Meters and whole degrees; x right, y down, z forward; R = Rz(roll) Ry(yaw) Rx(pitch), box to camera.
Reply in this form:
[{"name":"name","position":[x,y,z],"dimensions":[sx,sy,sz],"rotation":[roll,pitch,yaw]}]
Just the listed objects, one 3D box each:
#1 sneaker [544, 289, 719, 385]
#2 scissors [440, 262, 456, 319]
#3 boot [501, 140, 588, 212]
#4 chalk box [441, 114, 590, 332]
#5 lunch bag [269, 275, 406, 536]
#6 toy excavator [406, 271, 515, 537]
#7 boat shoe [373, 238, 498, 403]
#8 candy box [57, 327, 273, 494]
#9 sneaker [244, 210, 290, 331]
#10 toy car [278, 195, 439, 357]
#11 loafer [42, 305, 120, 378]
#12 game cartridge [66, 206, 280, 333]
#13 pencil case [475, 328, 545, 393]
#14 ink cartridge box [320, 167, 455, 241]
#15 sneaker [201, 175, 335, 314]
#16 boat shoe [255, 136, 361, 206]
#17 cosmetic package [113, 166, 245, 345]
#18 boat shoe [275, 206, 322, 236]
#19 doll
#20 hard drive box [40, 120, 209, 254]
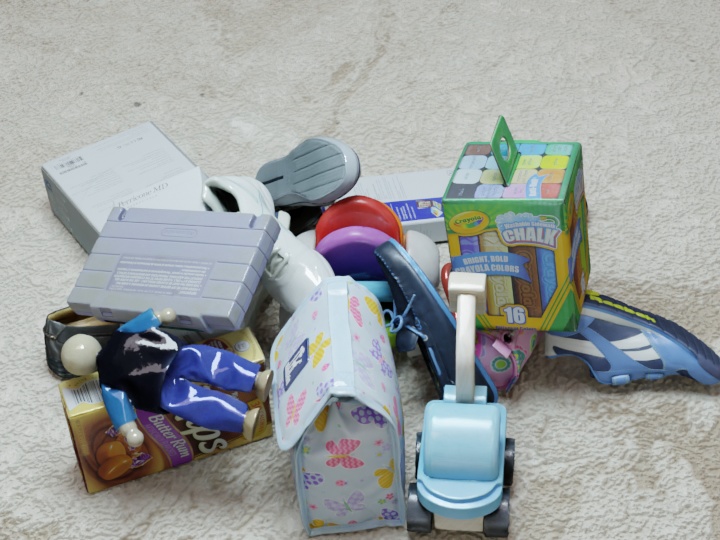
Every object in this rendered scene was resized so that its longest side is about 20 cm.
[{"name":"sneaker","position":[0.287,0.084,1.475],"dimensions":[0.200,0.082,0.074],"rotation":[21,14,4]},{"name":"scissors","position":[0.112,0.081,1.516],"dimensions":[0.014,0.073,0.200],"rotation":[-18,57,31]},{"name":"boot","position":[0.188,-0.084,1.599],"dimensions":[0.203,0.154,0.073],"rotation":[-30,48,-26]},{"name":"chalk box","position":[0.159,-0.054,1.398],"dimensions":[0.124,0.200,0.125],"rotation":[2,35,18]},{"name":"lunch bag","position":[-0.021,0.126,1.343],"dimensions":[0.127,0.200,0.170],"rotation":[-4,43,-2]},{"name":"toy excavator","position":[0.101,0.129,1.331],"dimensions":[0.100,0.200,0.195],"rotation":[4,43,6]},{"name":"boat shoe","position":[0.064,0.064,1.407],"dimensions":[0.069,0.084,0.200],"rotation":[-32,85,1]},{"name":"candy box","position":[-0.192,0.140,1.400],"dimensions":[0.200,0.117,0.056],"rotation":[-18,45,-15]},{"name":"sneaker","position":[-0.141,0.008,1.547],"dimensions":[0.084,0.075,0.200],"rotation":[19,58,7]},{"name":"toy car","position":[0.000,0.000,1.519],"dimensions":[0.175,0.150,0.200],"rotation":[0,42,3]},{"name":"loafer","position":[-0.254,0.048,1.538],"dimensions":[0.200,0.072,0.073],"rotation":[-27,46,-25]},{"name":"game cartridge","position":[-0.188,-0.002,1.401],"dimensions":[0.200,0.038,0.130],"rotation":[5,62,28]},{"name":"pencil case","position":[0.170,0.042,1.510],"dimensions":[0.087,0.088,0.200],"rotation":[18,44,22]},{"name":"ink cartridge box","position":[0.048,-0.074,1.675],"dimensions":[0.200,0.039,0.100],"rotation":[-5,43,-10]},{"name":"sneaker","position":[-0.102,-0.023,1.452],"dimensions":[0.200,0.070,0.080],"rotation":[49,17,24]},{"name":"boat shoe","position":[-0.045,-0.109,1.561],"dimensions":[0.067,0.074,0.200],"rotation":[2,-1,-32]},{"name":"cosmetic package","position":[-0.193,-0.001,1.477],"dimensions":[0.113,0.081,0.200],"rotation":[-22,50,9]},{"name":"boat shoe","position":[-0.118,-0.046,1.636],"dimensions":[0.064,0.071,0.200],"rotation":[28,48,30]},{"name":"doll","position":[-0.189,0.104,1.320],"dimensions":[0.200,0.048,0.137],"rotation":[17,74,4]},{"name":"hard drive box","position":[-0.267,-0.078,1.676],"dimensions":[0.156,0.077,0.200],"rotation":[-26,46,-23]}]
